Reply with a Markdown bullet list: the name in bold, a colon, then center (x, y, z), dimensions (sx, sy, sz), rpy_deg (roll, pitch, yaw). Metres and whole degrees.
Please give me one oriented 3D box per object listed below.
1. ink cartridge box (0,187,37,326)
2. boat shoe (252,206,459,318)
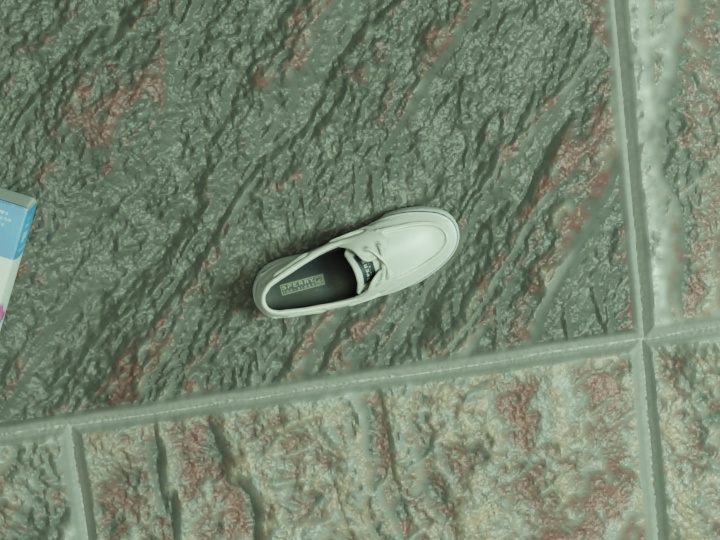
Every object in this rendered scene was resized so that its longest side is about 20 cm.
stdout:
- **ink cartridge box**: center (-0.378, 0.017, 1.377), dimensions (0.143, 0.085, 0.202), rpy_deg (16, 97, -10)
- **boat shoe**: center (0.000, 0.000, 1.434), dimensions (0.198, 0.065, 0.074), rpy_deg (-24, 100, -3)
